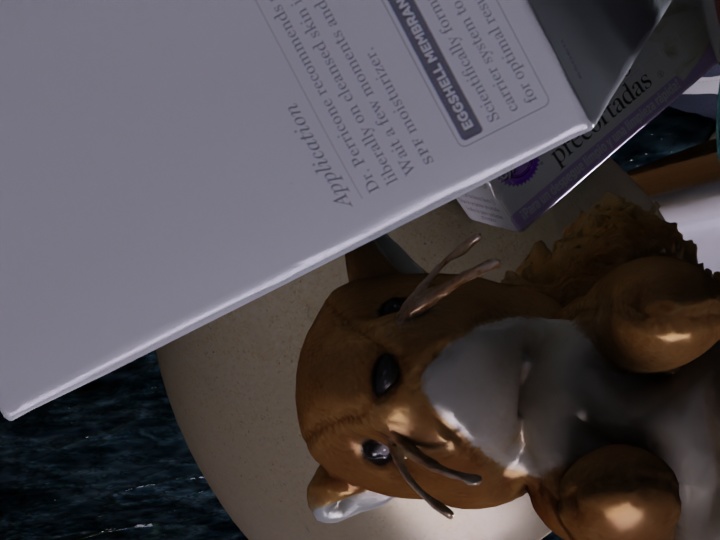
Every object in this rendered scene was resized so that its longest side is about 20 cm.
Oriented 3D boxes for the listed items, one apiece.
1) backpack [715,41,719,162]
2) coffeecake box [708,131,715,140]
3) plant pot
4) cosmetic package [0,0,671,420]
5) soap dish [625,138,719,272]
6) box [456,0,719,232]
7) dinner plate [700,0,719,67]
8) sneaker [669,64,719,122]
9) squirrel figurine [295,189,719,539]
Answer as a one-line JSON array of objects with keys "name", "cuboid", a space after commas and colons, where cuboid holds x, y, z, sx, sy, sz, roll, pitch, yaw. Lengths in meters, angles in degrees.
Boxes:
[{"name": "backpack", "cuboid": [0.189, -0.130, 0.849, 0.152, 0.201, 0.176, -5, 177, -19]}, {"name": "coffeecake box", "cuboid": [0.243, 0.026, 1.268, 0.152, 0.201, 0.073, -4, 165, -6]}, {"name": "plant pot", "cuboid": [0.000, 0.000, 1.053, 0.199, 0.201, 0.135, -17, 137, 27]}, {"name": "cosmetic package", "cuboid": [-0.025, -0.073, 0.874, 0.199, 0.123, 0.199, -25, -171, 20]}, {"name": "soap dish", "cuboid": [0.207, 0.004, 1.121, 0.199, 0.158, 0.081, -15, -158, 49]}, {"name": "box", "cuboid": [0.108, -0.091, 0.987, 0.200, 0.039, 0.041, -40, -159, -13]}, {"name": "dinner plate", "cuboid": [0.210, -0.113, 0.968, 0.199, 0.201, 0.024, -6, -163, -1]}, {"name": "sneaker", "cuboid": [0.181, -0.104, 1.102, 0.198, 0.080, 0.130, -15, 178, -19]}, {"name": "squirrel figurine", "cuboid": [0.076, 0.044, 0.885, 0.185, 0.143, 0.200, 4, -177, 7]}]
